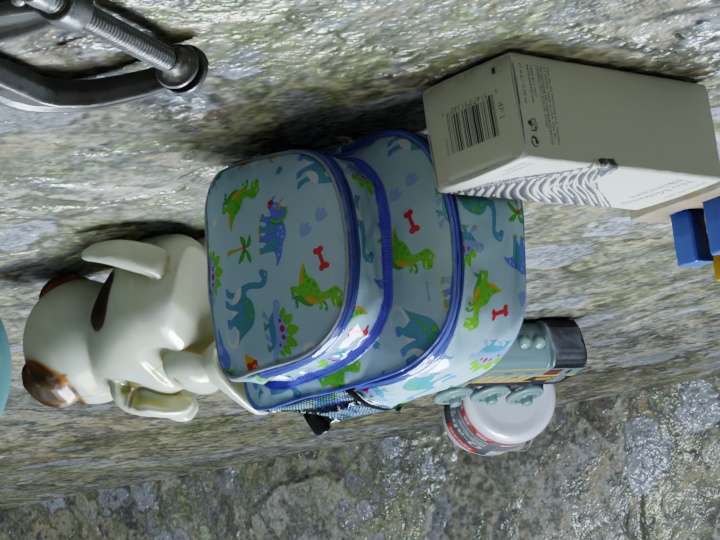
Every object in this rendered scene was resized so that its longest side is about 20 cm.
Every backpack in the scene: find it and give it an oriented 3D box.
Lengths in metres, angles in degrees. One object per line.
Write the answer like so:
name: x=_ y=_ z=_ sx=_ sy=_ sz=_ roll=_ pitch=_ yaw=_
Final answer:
backpack: x=0.000 y=0.000 z=1.301 sx=0.199 sy=0.184 sz=0.147 roll=-15 pitch=164 yaw=39

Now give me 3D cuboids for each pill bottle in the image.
pill bottle: x=0.166 y=0.169 z=2.485 sx=0.115 sy=0.117 sz=0.200 roll=-6 pitch=169 yaw=-10

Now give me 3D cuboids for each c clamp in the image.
c clamp: x=-0.142 y=-0.113 z=1.026 sx=0.170 sy=0.027 sz=0.200 roll=-11 pitch=168 yaw=14

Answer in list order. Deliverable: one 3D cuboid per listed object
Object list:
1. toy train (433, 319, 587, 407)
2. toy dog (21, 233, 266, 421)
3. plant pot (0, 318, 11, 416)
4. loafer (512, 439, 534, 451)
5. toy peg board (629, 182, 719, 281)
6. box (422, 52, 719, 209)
toy train: x=0.156 y=0.098 z=2.228 sx=0.199 sy=0.086 sz=0.114 roll=2 pitch=153 yaw=-36
toy dog: x=-0.180 y=0.052 z=1.577 sx=0.199 sy=0.140 sz=0.193 roll=-16 pitch=153 yaw=37
plant pot: x=-0.342 y=0.073 z=1.422 sx=0.200 sy=0.202 sz=0.161 roll=-12 pitch=180 yaw=22
loafer: x=0.228 y=0.235 z=2.998 sx=0.070 sy=0.070 sz=0.200 roll=-11 pitch=169 yaw=15
toy peg board: x=0.362 y=-0.033 z=1.632 sx=0.198 sy=0.098 sz=0.200 roll=0 pitch=166 yaw=-37
box: x=0.137 y=-0.085 z=1.268 sx=0.199 sy=0.069 sz=0.082 roll=3 pitch=164 yaw=-43
